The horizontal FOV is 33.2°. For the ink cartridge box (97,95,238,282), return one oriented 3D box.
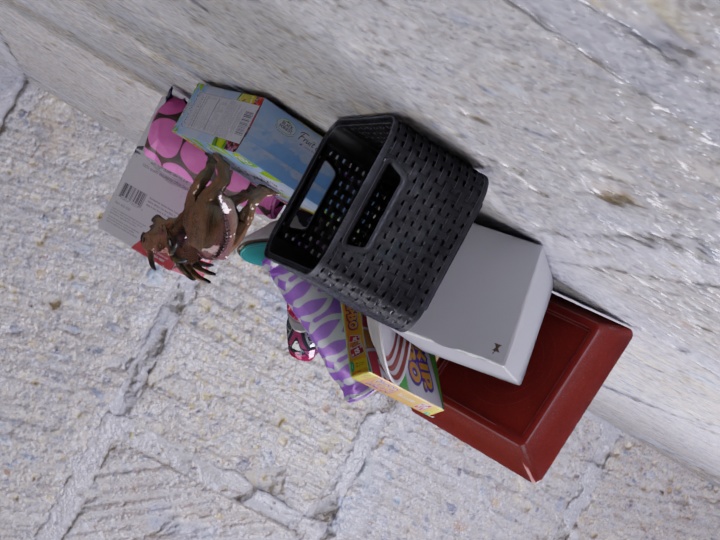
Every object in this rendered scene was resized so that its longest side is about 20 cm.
[{"bbox_3d":[-0.238,-0.110,1.617,0.146,0.202,0.083,28,180,26],"label":"ink cartridge box"}]

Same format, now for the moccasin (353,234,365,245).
[{"bbox_3d":[0.011,-0.042,1.323,0.077,0.075,0.201,22,-171,-8],"label":"moccasin"}]

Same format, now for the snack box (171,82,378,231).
[{"bbox_3d":[-0.087,-0.120,1.261,0.168,0.068,0.199,32,175,-30],"label":"snack box"}]

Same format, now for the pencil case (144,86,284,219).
[{"bbox_3d":[-0.167,-0.143,1.498,0.198,0.094,0.091,29,133,11],"label":"pencil case"}]

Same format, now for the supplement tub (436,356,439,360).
[{"bbox_3d":[0.146,0.074,1.503,0.199,0.146,0.144,27,177,39],"label":"supplement tub"}]

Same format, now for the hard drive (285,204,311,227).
[{"bbox_3d":[-0.045,-0.071,1.652,0.140,0.033,0.200,50,-171,34],"label":"hard drive"}]

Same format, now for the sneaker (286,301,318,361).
[{"bbox_3d":[-0.041,0.049,1.500,0.080,0.076,0.199,15,-161,22],"label":"sneaker"}]

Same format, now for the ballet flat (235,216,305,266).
[{"bbox_3d":[-0.066,-0.037,1.504,0.197,0.071,0.069,6,-172,-26],"label":"ballet flat"}]

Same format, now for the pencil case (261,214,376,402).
[{"bbox_3d":[-0.033,0.046,1.322,0.202,0.083,0.085,60,148,-2],"label":"pencil case"}]

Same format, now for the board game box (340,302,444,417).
[{"bbox_3d":[0.039,0.088,1.275,0.030,0.097,0.200,-17,155,20],"label":"board game box"}]

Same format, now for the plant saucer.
[{"bbox_3d":[0.170,0.105,1.343,0.198,0.201,0.037,26,166,42],"label":"plant saucer"}]

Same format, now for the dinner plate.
[{"bbox_3d":[0.028,0.010,1.191,0.024,0.204,0.200,0,169,13],"label":"dinner plate"}]

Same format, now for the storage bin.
[{"bbox_3d":[0.007,-0.041,0.979,0.093,0.137,0.200,29,177,-16],"label":"storage bin"}]

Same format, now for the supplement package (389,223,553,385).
[{"bbox_3d":[0.116,0.031,1.202,0.120,0.121,0.200,19,175,14],"label":"supplement package"}]

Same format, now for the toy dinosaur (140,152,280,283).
[{"bbox_3d":[-0.158,-0.043,1.261,0.085,0.137,0.200,32,176,-19],"label":"toy dinosaur"}]

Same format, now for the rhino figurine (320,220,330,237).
[{"bbox_3d":[0.000,0.000,1.412,0.059,0.088,0.201,18,-152,-47],"label":"rhino figurine"}]
